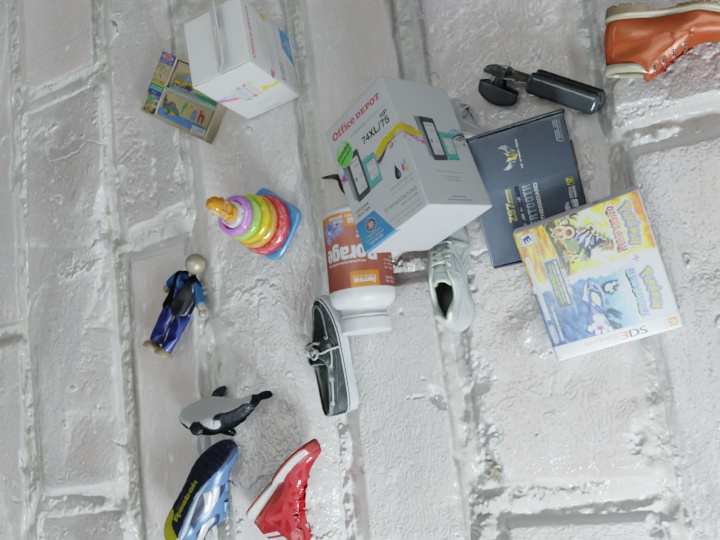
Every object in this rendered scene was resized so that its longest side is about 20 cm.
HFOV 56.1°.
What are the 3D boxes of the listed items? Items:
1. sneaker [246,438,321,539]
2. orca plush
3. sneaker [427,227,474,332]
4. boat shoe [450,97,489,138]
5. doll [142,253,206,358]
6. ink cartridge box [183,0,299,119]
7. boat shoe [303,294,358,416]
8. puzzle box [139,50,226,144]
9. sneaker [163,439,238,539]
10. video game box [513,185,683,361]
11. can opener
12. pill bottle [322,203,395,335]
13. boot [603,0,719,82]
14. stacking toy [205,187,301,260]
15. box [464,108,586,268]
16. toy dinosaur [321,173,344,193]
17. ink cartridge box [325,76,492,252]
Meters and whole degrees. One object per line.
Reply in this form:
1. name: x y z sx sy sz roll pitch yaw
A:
1. sneaker: -0.101 0.388 1.147 0.115 0.078 0.201 43 114 15
2. orca plush: -0.241 0.266 1.238 0.197 0.072 0.106 -25 30 16
3. sneaker: 0.138 -0.007 1.068 0.069 0.080 0.205 -13 77 25
4. boat shoe: 0.145 -0.248 1.104 0.198 0.072 0.070 28 96 34
5. doll: -0.347 0.065 1.305 0.135 0.048 0.204 20 87 35
6. ink cartridge box: -0.218 -0.382 1.212 0.123 0.199 0.132 -17 77 22
7. boat shoe: -0.060 0.143 1.140 0.073 0.067 0.204 -21 78 59
8. puzzle box: -0.352 -0.353 1.370 0.197 0.025 0.135 26 95 26
9. sneaker: -0.274 0.404 1.224 0.073 0.082 0.202 16 72 52
10. video game box: 0.334 0.009 0.959 0.179 0.047 0.204 -20 95 19
11. can opener: 0.278 -0.276 1.058 0.198 0.053 0.068 28 128 25
12. pill bottle: 0.000 0.000 1.113 0.110 0.112 0.205 -11 79 23
13. boot: 0.447 -0.322 0.966 0.197 0.074 0.110 8 90 34
14. stacking toy: -0.203 -0.092 1.171 0.115 0.199 0.111 33 97 23
15. box: 0.250 -0.119 1.009 0.155 0.051 0.204 -12 98 24
16. toy dinosaur: 0.009 -0.163 1.149 0.196 0.077 0.105 -3 72 21
17. ink cartridge box: 0.067 -0.150 0.992 0.146 0.144 0.204 -35 68 43
